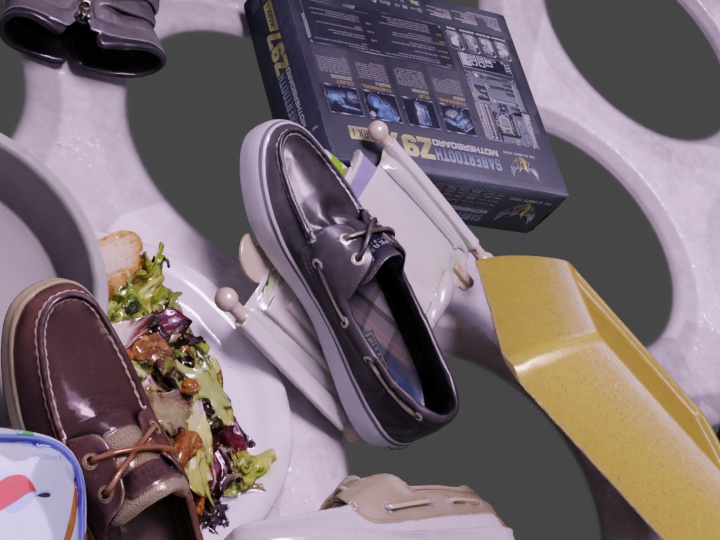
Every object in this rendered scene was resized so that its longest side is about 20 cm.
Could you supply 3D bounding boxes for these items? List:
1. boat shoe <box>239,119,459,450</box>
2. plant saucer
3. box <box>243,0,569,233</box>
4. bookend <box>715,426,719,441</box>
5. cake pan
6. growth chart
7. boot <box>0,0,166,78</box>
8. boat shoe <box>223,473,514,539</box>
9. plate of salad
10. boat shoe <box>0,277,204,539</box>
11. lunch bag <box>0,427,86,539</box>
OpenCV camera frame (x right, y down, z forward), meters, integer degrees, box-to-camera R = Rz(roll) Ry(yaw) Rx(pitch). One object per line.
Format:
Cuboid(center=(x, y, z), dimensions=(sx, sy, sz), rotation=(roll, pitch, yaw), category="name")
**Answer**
Cuboid(center=(-0.001, 0.004, 1.085), dimensions=(0.070, 0.066, 0.201), rotation=(-23, 92, -44), category="boat shoe")
Cuboid(center=(0.156, 0.078, 1.136), dimensions=(0.200, 0.048, 0.200), rotation=(47, 10, -14), category="plant saucer")
Cuboid(center=(0.031, -0.111, 1.281), dimensions=(0.199, 0.051, 0.159), rotation=(6, 54, -36), category="box")
Cuboid(center=(0.344, 0.060, 1.277), dimensions=(0.092, 0.199, 0.200), rotation=(42, 42, -5), category="bookend")
Cuboid(center=(-0.225, 0.009, 0.959), dimensions=(0.199, 0.037, 0.202), rotation=(11, 56, -17), category="cake pan")
Cuboid(center=(0.000, 0.000, 1.145), dimensions=(0.145, 0.018, 0.200), rotation=(53, 47, -17), category="growth chart")
Cuboid(center=(-0.133, -0.174, 1.199), dimensions=(0.198, 0.070, 0.132), rotation=(1, 58, -22), category="boot")
Cuboid(center=(0.001, 0.149, 1.034), dimensions=(0.199, 0.075, 0.069), rotation=(12, 44, -41), category="boat shoe")
Cuboid(center=(-0.118, 0.057, 1.027), dimensions=(0.199, 0.048, 0.201), rotation=(22, 45, -24), category="plate of salad")
Cuboid(center=(-0.109, 0.099, 0.919), dimensions=(0.072, 0.072, 0.202), rotation=(-23, 102, -40), category="boat shoe")
Cuboid(center=(-0.209, 0.138, 0.840), dimensions=(0.199, 0.075, 0.162), rotation=(6, 72, -37), category="lunch bag")
